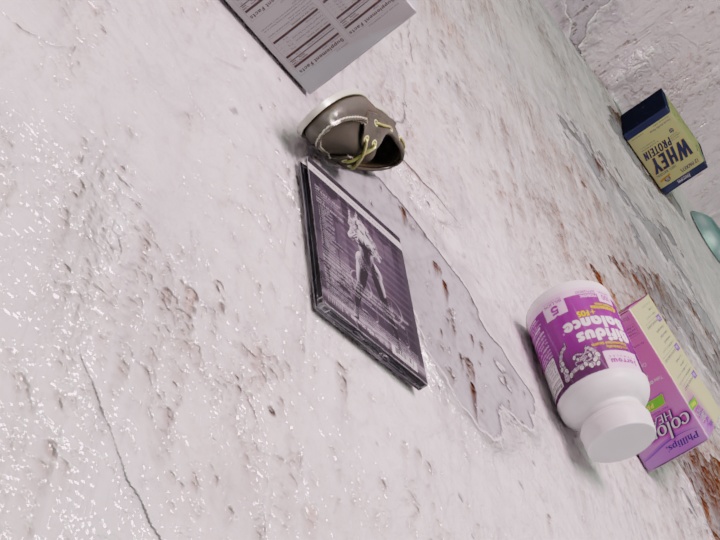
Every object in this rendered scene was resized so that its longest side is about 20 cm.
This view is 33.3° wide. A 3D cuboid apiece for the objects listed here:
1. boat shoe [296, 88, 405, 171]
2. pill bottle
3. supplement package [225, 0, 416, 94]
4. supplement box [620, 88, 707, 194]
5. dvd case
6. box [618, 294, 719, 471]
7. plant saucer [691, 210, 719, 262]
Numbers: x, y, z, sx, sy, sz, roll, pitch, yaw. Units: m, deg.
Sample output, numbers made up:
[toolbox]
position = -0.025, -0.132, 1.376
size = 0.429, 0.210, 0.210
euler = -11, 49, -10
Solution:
[boat shoe]
position = -0.003, -0.137, 1.231
size = 0.061, 0.072, 0.201
euler = 55, 17, 10
[pill bottle]
position = 0.274, 0.119, 1.418
size = 0.112, 0.112, 0.201
euler = 34, 30, -45
[supplement package]
position = -0.060, -0.331, 1.269
size = 0.200, 0.150, 0.153
euler = 45, 23, -27
[supplement box]
position = 0.806, -0.345, 3.206
size = 0.200, 0.134, 0.200
euler = 51, 22, -12
[dvd case]
position = 0.000, 0.000, 1.121
size = 0.148, 0.016, 0.201
euler = 40, 28, -36
[box]
position = 0.399, 0.151, 1.670
size = 0.201, 0.096, 0.176
euler = 59, 21, 7
[plant saucer]
position = 1.014, -0.094, 3.438
size = 0.201, 0.039, 0.202
euler = 45, 25, -27
